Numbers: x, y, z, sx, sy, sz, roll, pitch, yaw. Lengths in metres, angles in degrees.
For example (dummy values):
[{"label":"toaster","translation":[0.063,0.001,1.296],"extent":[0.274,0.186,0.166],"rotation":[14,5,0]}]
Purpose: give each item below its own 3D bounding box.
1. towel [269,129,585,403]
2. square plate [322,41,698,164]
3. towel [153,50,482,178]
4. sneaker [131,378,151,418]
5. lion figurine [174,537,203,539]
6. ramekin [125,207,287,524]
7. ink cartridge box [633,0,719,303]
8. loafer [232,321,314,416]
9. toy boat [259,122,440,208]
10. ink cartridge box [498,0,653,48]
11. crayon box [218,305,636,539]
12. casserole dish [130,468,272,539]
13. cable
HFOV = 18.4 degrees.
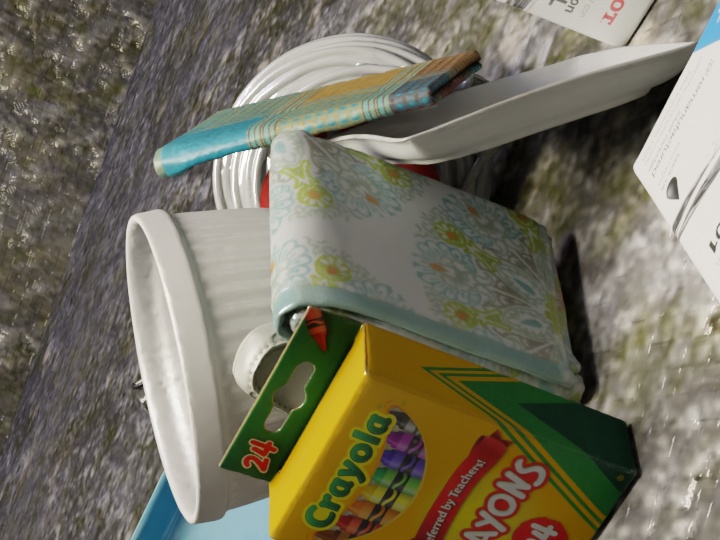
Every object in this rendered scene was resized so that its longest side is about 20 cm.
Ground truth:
[{"label":"towel","translation":[0.036,0.006,1.340],"extent":[0.048,0.199,0.172],"rotation":[-58,22,31]},{"label":"square plate","translation":[0.091,-0.102,1.403],"extent":[0.198,0.199,0.029],"rotation":[-168,60,-74]},{"label":"towel","translation":[-0.027,-0.105,1.485],"extent":[0.147,0.199,0.022],"rotation":[-45,-59,-67]},{"label":"sneaker","translation":[-0.113,0.073,1.705],"extent":[0.115,0.076,0.201],"rotation":[-35,-13,-18]},{"label":"lion figurine","translation":[-0.122,0.266,1.551],"extent":[0.073,0.122,0.201],"rotation":[68,-150,-45]},{"label":"ramekin","translation":[-0.078,0.054,1.423],"extent":[0.200,0.104,0.202],"rotation":[170,90,-77]},{"label":"ink cartridge box","translation":[0.216,-0.060,1.043],"extent":[0.200,0.085,0.147],"rotation":[-104,37,-67]},{"label":"loafer","translation":[0.020,0.077,1.327],"extent":[0.070,0.199,0.070],"rotation":[-69,27,17]},{"label":"toy boat","translation":[0.000,0.000,1.498],"extent":[0.131,0.130,0.201],"rotation":[-59,-42,-84]},{"label":"ink cartridge box","translation":[0.116,-0.249,1.418],"extent":[0.084,0.199,0.146],"rotation":[-95,29,-50]},{"label":"crayon box","translation":[0.035,0.111,1.225],"extent":[0.051,0.199,0.127],"rotation":[-93,28,-56]},{"label":"casserole dish","translation":[-0.091,0.183,1.541],"extent":[0.039,0.120,0.201],"rotation":[74,-151,-42]},{"label":"cable","translation":[-0.003,-0.070,1.600],"extent":[0.069,0.199,0.201],"rotation":[-28,-41,-77]}]
